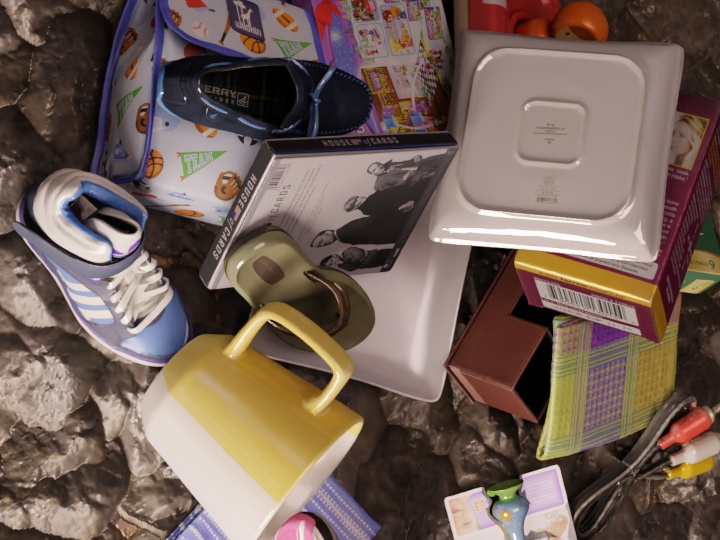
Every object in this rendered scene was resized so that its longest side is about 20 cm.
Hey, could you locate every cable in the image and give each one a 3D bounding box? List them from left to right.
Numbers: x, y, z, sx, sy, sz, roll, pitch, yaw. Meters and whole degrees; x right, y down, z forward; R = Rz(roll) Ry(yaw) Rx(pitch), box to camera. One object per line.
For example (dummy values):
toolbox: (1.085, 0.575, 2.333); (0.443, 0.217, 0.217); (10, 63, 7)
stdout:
cable: (0.273, 0.186, 1.828); (0.199, 0.050, 0.098); (-33, 132, -27)

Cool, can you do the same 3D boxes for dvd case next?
dvd case: (-0.025, -0.051, 1.616); (0.199, 0.151, 0.025); (-5, 47, -39)

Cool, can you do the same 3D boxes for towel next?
towel: (-0.088, 0.249, 1.682); (0.145, 0.024, 0.200); (48, 69, -15)
towel: (0.235, 0.091, 1.791); (0.199, 0.023, 0.145); (-16, 116, -44)

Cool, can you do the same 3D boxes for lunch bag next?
lunch bag: (-0.124, -0.150, 1.636); (0.169, 0.124, 0.202); (15, 76, -32)

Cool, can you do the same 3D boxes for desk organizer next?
desk organizer: (0.167, 0.033, 1.771); (0.201, 0.077, 0.072); (-59, 141, -17)

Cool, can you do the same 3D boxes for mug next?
mug: (-0.089, 0.119, 1.614); (0.153, 0.149, 0.187); (40, 91, 10)

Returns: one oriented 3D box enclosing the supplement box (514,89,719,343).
supplement box: (0.231, -0.058, 1.689); (0.130, 0.103, 0.201); (17, 73, 20)

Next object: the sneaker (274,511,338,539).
sneaker: (-0.010, 0.269, 1.671); (0.087, 0.073, 0.201); (-46, 130, -29)

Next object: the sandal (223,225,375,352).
sandal: (-0.048, 0.029, 1.618); (0.080, 0.057, 0.201); (-45, 146, 6)

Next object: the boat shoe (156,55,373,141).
boat shoe: (-0.067, -0.133, 1.562); (0.199, 0.068, 0.085); (-6, 96, -36)

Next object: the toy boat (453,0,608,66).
toy boat: (0.164, -0.205, 1.744); (0.130, 0.130, 0.202); (18, 65, -50)

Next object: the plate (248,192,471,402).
plate: (0.000, 0.000, 1.734); (0.198, 0.032, 0.202); (16, 80, -22)

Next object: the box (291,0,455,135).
box: (0.023, -0.169, 1.731); (0.136, 0.039, 0.202); (-9, 82, -30)

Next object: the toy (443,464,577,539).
toy: (0.157, 0.291, 1.770); (0.114, 0.047, 0.202); (-15, 90, -10)

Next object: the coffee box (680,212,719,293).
coffee box: (0.266, -0.080, 1.808); (0.122, 0.044, 0.201); (9, 60, -34)

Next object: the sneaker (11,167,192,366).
sneaker: (-0.196, 0.000, 1.580); (0.081, 0.146, 0.200); (-46, 105, -20)

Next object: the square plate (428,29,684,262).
square plate: (0.166, -0.113, 1.647); (0.198, 0.028, 0.200); (6, 73, 15)
